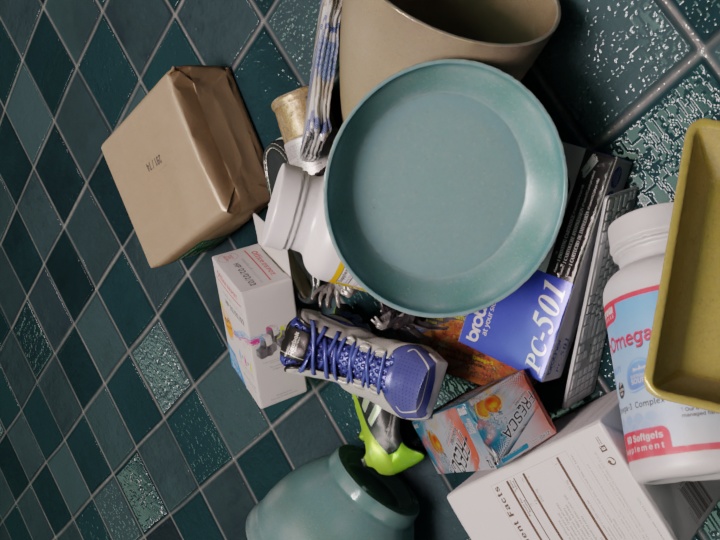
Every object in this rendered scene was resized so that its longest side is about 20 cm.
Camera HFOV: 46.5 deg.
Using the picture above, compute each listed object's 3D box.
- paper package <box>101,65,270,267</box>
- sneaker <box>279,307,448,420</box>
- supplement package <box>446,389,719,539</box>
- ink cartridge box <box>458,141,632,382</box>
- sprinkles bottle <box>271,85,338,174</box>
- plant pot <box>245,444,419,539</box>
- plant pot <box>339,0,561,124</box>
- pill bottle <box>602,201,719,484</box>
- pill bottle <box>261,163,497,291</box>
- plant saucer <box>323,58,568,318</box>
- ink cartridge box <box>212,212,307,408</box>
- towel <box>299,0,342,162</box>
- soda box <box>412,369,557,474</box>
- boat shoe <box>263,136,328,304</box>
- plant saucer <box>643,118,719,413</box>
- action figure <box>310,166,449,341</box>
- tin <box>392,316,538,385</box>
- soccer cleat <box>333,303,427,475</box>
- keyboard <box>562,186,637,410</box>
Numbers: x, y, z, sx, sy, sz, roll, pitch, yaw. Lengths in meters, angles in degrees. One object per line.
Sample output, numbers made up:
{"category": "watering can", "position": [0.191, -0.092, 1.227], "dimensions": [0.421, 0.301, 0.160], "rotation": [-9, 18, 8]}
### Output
{"category": "paper package", "position": [-0.220, -0.128, 1.074], "dimensions": [0.199, 0.103, 0.193], "rotation": [-28, 83, 44]}
{"category": "sneaker", "position": [-0.017, 0.092, 0.845], "dimensions": [0.198, 0.114, 0.082], "rotation": [22, 99, 49]}
{"category": "supplement package", "position": [0.201, 0.200, 0.760], "dimensions": [0.200, 0.120, 0.121], "rotation": [-41, 77, 43]}
{"category": "ink cartridge box", "position": [0.162, -0.013, 0.749], "dimensions": [0.093, 0.044, 0.203], "rotation": [23, 104, 35]}
{"category": "sprinkles bottle", "position": [-0.040, -0.100, 0.933], "dimensions": [0.068, 0.068, 0.203], "rotation": [-16, 92, 45]}
{"category": "plant pot", "position": [-0.015, 0.290, 0.967], "dimensions": [0.200, 0.200, 0.135], "rotation": [41, 102, 27]}
{"category": "plant pot", "position": [0.054, -0.176, 0.757], "dimensions": [0.187, 0.186, 0.201], "rotation": [46, 140, 23]}
{"category": "pill bottle", "position": [0.248, 0.056, 0.647], "dimensions": [0.108, 0.108, 0.204], "rotation": [-24, 63, 45]}
{"category": "pill bottle", "position": [0.017, -0.032, 0.742], "dimensions": [0.104, 0.197, 0.106], "rotation": [-165, 90, -78]}
{"category": "plant saucer", "position": [0.066, -0.064, 0.669], "dimensions": [0.036, 0.196, 0.204], "rotation": [-122, 28, -73]}
{"category": "ink cartridge box", "position": [-0.125, 0.047, 1.016], "dimensions": [0.115, 0.067, 0.203], "rotation": [39, 140, 55]}
{"category": "towel", "position": [-0.034, -0.214, 0.830], "dimensions": [0.147, 0.023, 0.204], "rotation": [156, 122, -81]}
{"category": "soda box", "position": [0.112, 0.151, 0.806], "dimensions": [0.064, 0.068, 0.200], "rotation": [62, 165, 9]}
{"category": "boat shoe", "position": [-0.074, -0.060, 0.984], "dimensions": [0.075, 0.060, 0.203], "rotation": [-30, 82, 45]}
{"category": "plant saucer", "position": [0.304, 0.012, 0.567], "dimensions": [0.197, 0.049, 0.203], "rotation": [12, 76, 14]}
{"category": "action figure", "position": [0.000, 0.000, 0.848], "dimensions": [0.201, 0.101, 0.119], "rotation": [55, 153, 5]}
{"category": "tin", "position": [0.114, 0.053, 0.857], "dimensions": [0.198, 0.042, 0.114], "rotation": [14, 116, 41]}
{"category": "soccer cleat", "position": [0.021, 0.129, 0.959], "dimensions": [0.080, 0.067, 0.203], "rotation": [-20, 80, 16]}
{"category": "keyboard", "position": [0.211, 0.027, 0.741], "dimensions": [0.011, 0.056, 0.203], "rotation": [20, 116, 33]}
